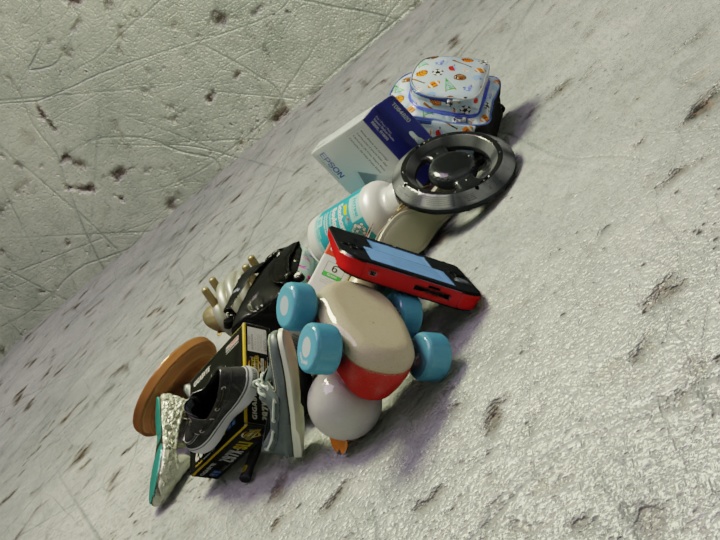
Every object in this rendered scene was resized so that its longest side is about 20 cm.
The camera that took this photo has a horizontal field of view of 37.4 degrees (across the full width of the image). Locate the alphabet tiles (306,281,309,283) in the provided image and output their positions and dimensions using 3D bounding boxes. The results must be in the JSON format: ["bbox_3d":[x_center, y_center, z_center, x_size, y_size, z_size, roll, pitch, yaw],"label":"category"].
[{"bbox_3d":[0.000,0.000,1.688,0.166,0.006,0.200,-7,19,32],"label":"alphabet tiles"}]

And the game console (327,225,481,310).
[{"bbox_3d":[0.056,-0.008,1.431,0.177,0.200,0.031,-108,38,-70],"label":"game console"}]

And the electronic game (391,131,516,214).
[{"bbox_3d":[0.148,-0.157,1.687,0.200,0.042,0.200,-10,40,9],"label":"electronic game"}]

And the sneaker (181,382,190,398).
[{"bbox_3d":[-0.218,0.199,1.762,0.115,0.075,0.200,-39,20,-17],"label":"sneaker"}]

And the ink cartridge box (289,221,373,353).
[{"bbox_3d":[-0.045,0.021,1.526,0.109,0.050,0.200,111,-177,-51],"label":"ink cartridge box"}]

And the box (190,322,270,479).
[{"bbox_3d":[-0.190,0.193,1.546,0.200,0.049,0.160,-45,43,46],"label":"box"}]

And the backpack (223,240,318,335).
[{"bbox_3d":[-0.130,0.044,1.815,0.167,0.127,0.200,-26,23,21],"label":"backpack"}]

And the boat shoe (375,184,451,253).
[{"bbox_3d":[0.084,-0.078,1.700,0.200,0.072,0.060,-44,20,-31],"label":"boat shoe"}]

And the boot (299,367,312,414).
[{"bbox_3d":[-0.065,0.118,1.572,0.162,0.073,0.198,-27,33,-14],"label":"boot"}]

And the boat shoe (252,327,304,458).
[{"bbox_3d":[-0.111,0.163,1.383,0.062,0.200,0.073,-2,33,5],"label":"boat shoe"}]

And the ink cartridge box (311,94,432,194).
[{"bbox_3d":[0.047,-0.181,1.825,0.200,0.200,0.041,-28,24,44],"label":"ink cartridge box"}]

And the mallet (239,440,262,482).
[{"bbox_3d":[-0.148,0.233,1.568,0.066,0.041,0.200,-26,28,40],"label":"mallet"}]

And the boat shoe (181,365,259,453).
[{"bbox_3d":[-0.210,0.190,1.460,0.200,0.066,0.070,-44,41,44],"label":"boat shoe"}]

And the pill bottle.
[{"bbox_3d":[0.011,-0.083,1.822,0.200,0.111,0.111,-30,22,37],"label":"pill bottle"}]

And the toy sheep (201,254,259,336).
[{"bbox_3d":[-0.204,0.052,1.950,0.200,0.138,0.138,-27,22,19],"label":"toy sheep"}]

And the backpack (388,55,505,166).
[{"bbox_3d":[0.142,-0.280,1.840,0.190,0.154,0.200,2,35,17],"label":"backpack"}]

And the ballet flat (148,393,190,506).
[{"bbox_3d":[-0.300,0.284,1.708,0.072,0.072,0.200,-32,44,32],"label":"ballet flat"}]

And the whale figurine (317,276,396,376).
[{"bbox_3d":[0.009,0.086,1.472,0.159,0.104,0.200,109,-174,-69],"label":"whale figurine"}]

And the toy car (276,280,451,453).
[{"bbox_3d":[-0.019,0.134,1.338,0.177,0.184,0.200,57,133,51],"label":"toy car"}]

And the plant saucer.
[{"bbox_3d":[-0.317,0.207,1.852,0.200,0.032,0.200,-49,-19,-24],"label":"plant saucer"}]
